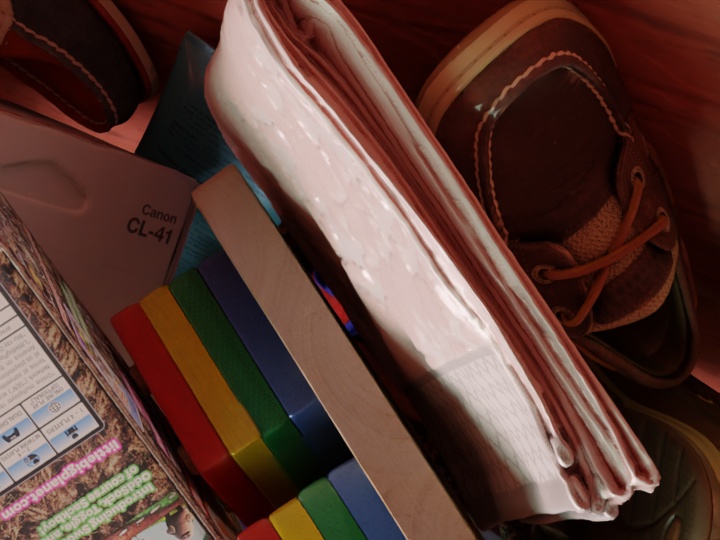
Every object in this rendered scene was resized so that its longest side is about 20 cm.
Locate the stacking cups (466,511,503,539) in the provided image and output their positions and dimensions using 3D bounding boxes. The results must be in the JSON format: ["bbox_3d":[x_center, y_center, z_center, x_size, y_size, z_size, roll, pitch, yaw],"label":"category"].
[{"bbox_3d":[0.037,0.121,1.112,0.200,0.061,0.060,39,158,-6],"label":"stacking cups"}]

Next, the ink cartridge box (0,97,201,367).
[{"bbox_3d":[-0.181,-0.036,1.061,0.147,0.086,0.199,17,-175,-42],"label":"ink cartridge box"}]

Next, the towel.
[{"bbox_3d":[0.012,-0.002,0.886,0.192,0.032,0.200,56,171,1],"label":"towel"}]

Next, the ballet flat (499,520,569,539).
[{"bbox_3d":[0.123,0.114,1.149,0.199,0.068,0.076,-1,124,53],"label":"ballet flat"}]

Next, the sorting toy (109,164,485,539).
[{"bbox_3d":[0.002,0.094,0.971,0.199,0.069,0.200,57,179,28],"label":"sorting toy"}]

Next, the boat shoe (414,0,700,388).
[{"bbox_3d":[0.072,-0.015,0.881,0.072,0.072,0.200,46,172,27],"label":"boat shoe"}]

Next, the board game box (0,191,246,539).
[{"bbox_3d":[-0.138,0.088,0.936,0.201,0.159,0.097,57,180,-28],"label":"board game box"}]

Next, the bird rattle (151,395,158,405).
[{"bbox_3d":[-0.124,0.094,1.113,0.113,0.162,0.200,63,172,9],"label":"bird rattle"}]

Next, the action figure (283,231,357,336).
[{"bbox_3d":[0.000,0.000,1.072,0.065,0.052,0.200,27,161,-8],"label":"action figure"}]

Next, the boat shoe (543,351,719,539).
[{"bbox_3d":[0.093,0.063,0.999,0.067,0.072,0.200,13,-164,-28],"label":"boat shoe"}]

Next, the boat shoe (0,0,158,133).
[{"bbox_3d":[-0.160,-0.107,1.015,0.200,0.063,0.071,39,155,-25],"label":"boat shoe"}]

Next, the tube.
[{"bbox_3d":[-0.063,-0.029,1.093,0.077,0.051,0.200,30,153,-8],"label":"tube"}]

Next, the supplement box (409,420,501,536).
[{"bbox_3d":[-0.026,0.112,1.292,0.199,0.086,0.111,21,156,22],"label":"supplement box"}]
